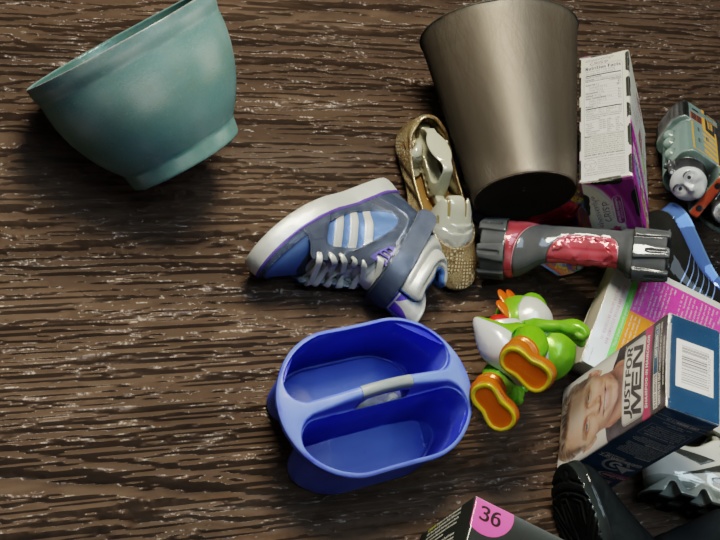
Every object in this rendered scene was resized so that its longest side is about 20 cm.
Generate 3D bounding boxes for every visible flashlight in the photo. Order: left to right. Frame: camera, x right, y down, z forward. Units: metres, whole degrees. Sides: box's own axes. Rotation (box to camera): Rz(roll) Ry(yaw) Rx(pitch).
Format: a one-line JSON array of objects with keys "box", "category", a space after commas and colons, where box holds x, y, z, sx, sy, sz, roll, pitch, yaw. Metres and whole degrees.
[{"box": [0.222, -0.017, 1.265, 0.197, 0.068, 0.069, 6, 95, 14], "category": "flashlight"}]

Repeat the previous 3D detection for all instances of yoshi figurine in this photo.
[{"box": [0.174, 0.088, 1.203, 0.111, 0.113, 0.200, 0, 20, 15], "category": "yoshi figurine"}]

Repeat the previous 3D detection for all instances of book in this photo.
[{"box": [0.337, 0.084, 1.291, 0.198, 0.048, 0.135, 27, 75, -4], "category": "book"}]

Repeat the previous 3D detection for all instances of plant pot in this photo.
[{"box": [-0.198, -0.162, 1.155, 0.200, 0.199, 0.135, -39, 110, -34], "category": "plant pot"}]

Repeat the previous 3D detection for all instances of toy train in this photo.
[{"box": [0.401, -0.123, 1.416, 0.113, 0.086, 0.201, 31, 33, -4], "category": "toy train"}]

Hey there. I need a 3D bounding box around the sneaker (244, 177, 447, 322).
[{"box": [0.000, 0.000, 1.203, 0.199, 0.081, 0.147, -26, 74, -35], "category": "sneaker"}]

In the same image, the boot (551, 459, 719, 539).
[{"box": [0.292, 0.265, 1.189, 0.166, 0.076, 0.202, -15, 77, -25], "category": "boot"}]

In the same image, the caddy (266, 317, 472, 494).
[{"box": [0.008, 0.123, 1.126, 0.198, 0.105, 0.143, -11, 69, -28], "category": "caddy"}]

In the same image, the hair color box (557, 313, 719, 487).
[{"box": [0.266, 0.132, 1.175, 0.060, 0.200, 0.101, 19, 57, -13], "category": "hair color box"}]

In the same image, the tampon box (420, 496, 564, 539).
[{"box": [0.114, 0.331, 1.049, 0.149, 0.126, 0.202, 26, 56, -9], "category": "tampon box"}]

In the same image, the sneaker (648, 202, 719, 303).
[{"box": [0.367, 0.026, 1.363, 0.077, 0.070, 0.202, -27, 80, -11], "category": "sneaker"}]

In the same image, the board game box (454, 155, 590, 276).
[{"box": [0.203, -0.095, 1.364, 0.199, 0.039, 0.159, 33, 56, -5], "category": "board game box"}]

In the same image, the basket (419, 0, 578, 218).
[{"box": [0.164, -0.170, 1.304, 0.178, 0.136, 0.202, -5, 68, -4], "category": "basket"}]

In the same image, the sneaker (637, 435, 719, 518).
[{"box": [0.386, 0.219, 1.258, 0.198, 0.074, 0.089, 21, 59, -12], "category": "sneaker"}]

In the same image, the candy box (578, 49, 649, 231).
[{"box": [0.281, -0.125, 1.340, 0.060, 0.137, 0.202, -6, 47, 18], "category": "candy box"}]

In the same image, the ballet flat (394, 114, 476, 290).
[{"box": [0.083, -0.079, 1.290, 0.070, 0.065, 0.202, -9, 68, -24], "category": "ballet flat"}]
